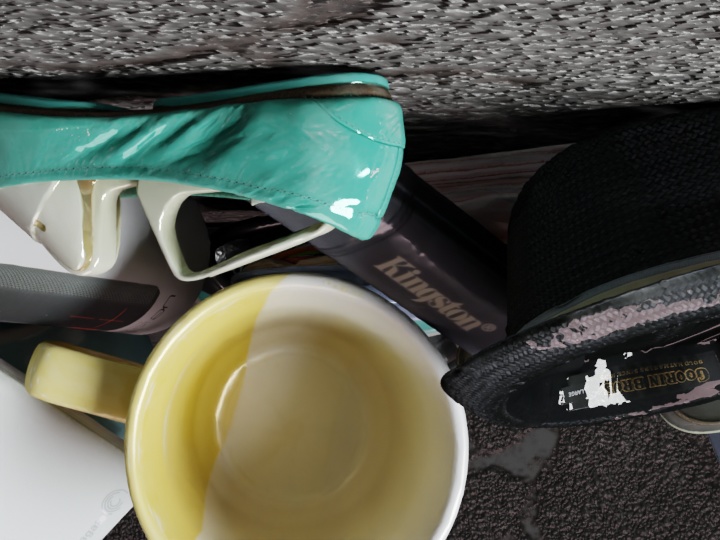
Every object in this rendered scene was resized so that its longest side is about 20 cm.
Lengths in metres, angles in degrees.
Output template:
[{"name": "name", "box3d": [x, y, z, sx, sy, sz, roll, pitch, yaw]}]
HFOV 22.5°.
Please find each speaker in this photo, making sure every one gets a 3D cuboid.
[{"name": "speaker", "box3d": [-0.148, -0.016, 0.817, 0.080, 0.082, 0.200, -1, 175, 24]}]

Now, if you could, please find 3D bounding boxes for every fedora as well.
[{"name": "fedora", "box3d": [0.120, -0.006, 0.705, 0.198, 0.093, 0.201, -10, 163, -3]}]

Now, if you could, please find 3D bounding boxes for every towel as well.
[{"name": "towel", "box3d": [0.100, -0.029, 0.890, 0.190, 0.033, 0.199, -3, 173, 45]}]

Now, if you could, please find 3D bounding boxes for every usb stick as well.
[{"name": "usb stick", "box3d": [0.028, -0.006, 0.756, 0.055, 0.033, 0.199, -28, 138, 27]}]

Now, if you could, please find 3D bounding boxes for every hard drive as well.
[{"name": "hard drive", "box3d": [-0.200, 0.101, 0.848, 0.026, 0.132, 0.200, 45, -179, 41]}]

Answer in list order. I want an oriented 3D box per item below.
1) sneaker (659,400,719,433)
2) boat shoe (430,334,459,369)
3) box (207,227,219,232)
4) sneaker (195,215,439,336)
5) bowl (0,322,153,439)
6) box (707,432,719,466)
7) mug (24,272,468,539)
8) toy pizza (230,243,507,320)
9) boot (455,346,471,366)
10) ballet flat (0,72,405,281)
[{"name": "sneaker", "box3d": [0.225, 0.019, 0.900, 0.199, 0.075, 0.106, -32, 168, 17]}, {"name": "boat shoe", "box3d": [0.076, 0.040, 1.101, 0.198, 0.067, 0.070, -24, 168, -7]}, {"name": "box", "box3d": [-0.022, -0.004, 1.170, 0.198, 0.038, 0.136, -1, 175, 20]}, {"name": "sneaker", "box3d": [0.000, 0.000, 1.020, 0.197, 0.072, 0.080, -4, 171, -3]}, {"name": "bowl", "box3d": [-0.201, 0.033, 0.959, 0.198, 0.202, 0.106, 2, 132, -6]}, {"name": "box", "box3d": [0.294, 0.053, 1.036, 0.181, 0.105, 0.200, -26, 167, 18]}, {"name": "mug", "box3d": [-0.043, 0.063, 0.845, 0.149, 0.187, 0.153, -43, -178, -2]}, {"name": "toy pizza", "box3d": [0.034, 0.002, 0.899, 0.198, 0.032, 0.200, 3, 174, 0]}, {"name": "boot", "box3d": [0.144, 0.012, 1.020, 0.198, 0.075, 0.097, -23, 164, 2]}, {"name": "ballet flat", "box3d": [-0.080, -0.032, 0.655, 0.198, 0.071, 0.067, 0, 175, 20]}]
